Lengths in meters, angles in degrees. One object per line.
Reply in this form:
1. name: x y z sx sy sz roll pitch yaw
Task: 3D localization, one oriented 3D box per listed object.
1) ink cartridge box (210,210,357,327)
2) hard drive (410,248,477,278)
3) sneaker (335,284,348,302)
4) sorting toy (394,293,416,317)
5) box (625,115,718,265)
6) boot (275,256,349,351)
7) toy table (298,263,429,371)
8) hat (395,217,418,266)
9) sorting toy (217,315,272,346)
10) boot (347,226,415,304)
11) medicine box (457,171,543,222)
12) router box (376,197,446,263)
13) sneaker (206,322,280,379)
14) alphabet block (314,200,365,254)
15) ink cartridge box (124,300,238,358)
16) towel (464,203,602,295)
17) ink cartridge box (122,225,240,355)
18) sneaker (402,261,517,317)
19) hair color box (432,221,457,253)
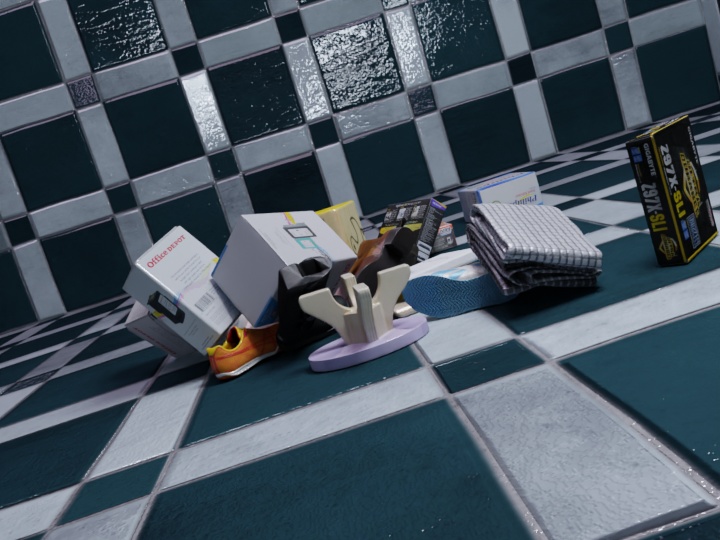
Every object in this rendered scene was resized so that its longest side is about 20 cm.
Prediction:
1. ink cartridge box: -0.139 -0.008 1.332 0.199 0.146 0.147 -10 -41 -53
2. hard drive: 0.123 0.003 1.394 0.199 0.027 0.132 -21 6 -31
3. sneaker: -0.076 0.068 1.491 0.075 0.105 0.201 23 68 45
4. sorting toy: 0.119 0.034 1.391 0.184 0.037 0.200 -20 9 -12
5. box: 0.489 -0.127 1.114 0.049 0.201 0.159 -10 11 47
6. boot: -0.077 0.042 1.262 0.164 0.201 0.066 -34 61 -31
7. toy table: 0.001 0.072 1.141 0.199 0.118 0.184 -20 9 -18
8. hat: 0.079 -0.009 1.534 0.081 0.202 0.201 27 17 5
9. sorting toy: -0.248 0.110 1.543 0.180 0.107 0.200 -44 20 -25
10. boot: 0.000 0.000 1.373 0.200 0.068 0.189 -14 44 62
11. medicine box: 0.408 -0.214 2.104 0.181 0.104 0.200 -19 8 -8
12. router box: 0.116 -0.091 1.789 0.052 0.158 0.200 25 -12 -27
13. sneaker: -0.197 0.129 1.307 0.073 0.078 0.200 -14 8 32
14. alphabet block: -0.092 -0.032 1.652 0.195 0.201 0.195 -16 8 13
15. ink cartridge box: -0.369 0.097 1.486 0.199 0.146 0.085 -19 43 39
16. towel: 0.272 -0.036 1.141 0.164 0.086 0.200 2 27 -13
17. ink cartridge box: -0.315 0.035 1.336 0.083 0.200 0.146 -47 4 41
18. sneaker: 0.171 0.029 1.214 0.198 0.077 0.081 -6 13 11
19. hair color box: 0.177 -0.087 1.919 0.110 0.064 0.200 -18 10 -6
